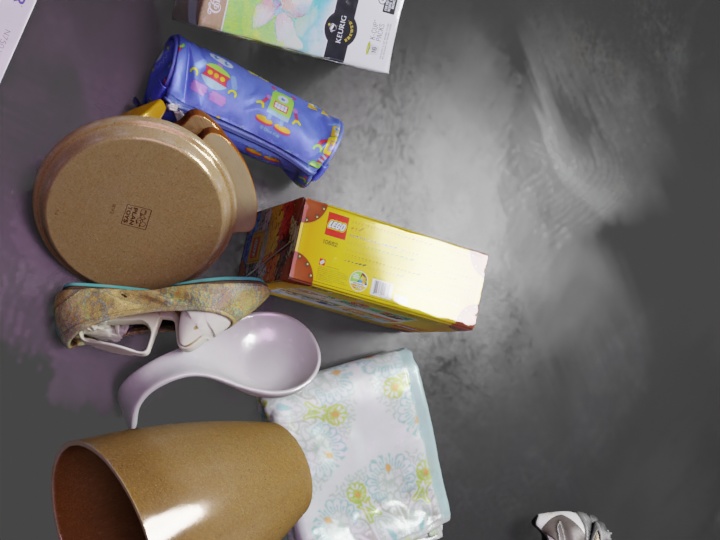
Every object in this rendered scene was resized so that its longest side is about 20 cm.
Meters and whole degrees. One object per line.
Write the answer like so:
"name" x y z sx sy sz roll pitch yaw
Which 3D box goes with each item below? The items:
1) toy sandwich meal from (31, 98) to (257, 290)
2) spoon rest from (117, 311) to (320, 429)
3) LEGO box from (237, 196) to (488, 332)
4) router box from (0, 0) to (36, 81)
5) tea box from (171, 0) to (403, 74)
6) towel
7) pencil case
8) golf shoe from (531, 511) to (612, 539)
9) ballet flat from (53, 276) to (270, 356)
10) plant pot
"toy sandwich meal" -0.199 -0.070 1.065 0.203 0.071 0.207 -4 124 -6
"spoon rest" -0.131 0.093 1.101 0.198 0.061 0.100 -17 56 -22
"LEGO box" 0.000 0.000 1.125 0.198 0.149 0.078 16 80 -23
"router box" -0.382 -0.250 1.020 0.178 0.049 0.202 24 78 -21
"tea box" -0.057 -0.310 1.100 0.195 0.134 0.202 9 101 -22
"towel" -0.004 0.195 1.168 0.170 0.048 0.202 -14 93 -25
"pencil case" -0.114 -0.150 1.117 0.198 0.078 0.087 25 42 -21
"golf shoe" 0.206 0.358 1.250 0.093 0.078 0.202 13 80 -5
"ballet flat" -0.181 0.045 1.061 0.197 0.071 0.072 -2 88 -4
"plant pot" -0.146 0.214 1.045 0.199 0.186 0.189 -16 94 -38
